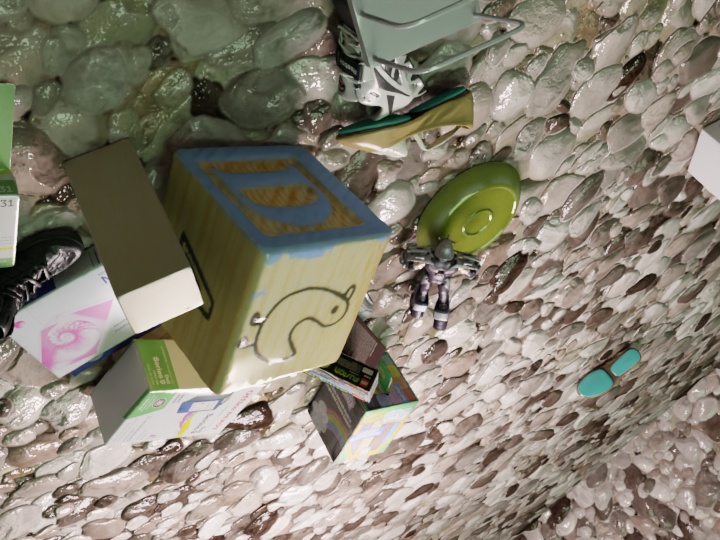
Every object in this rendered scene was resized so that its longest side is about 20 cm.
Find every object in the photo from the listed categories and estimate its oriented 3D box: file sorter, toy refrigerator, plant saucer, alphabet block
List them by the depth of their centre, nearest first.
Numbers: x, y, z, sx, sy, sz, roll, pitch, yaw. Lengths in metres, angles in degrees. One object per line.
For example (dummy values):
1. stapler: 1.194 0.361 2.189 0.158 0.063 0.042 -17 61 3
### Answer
1. file sorter: 0.060 -0.302 0.722 0.138 0.125 0.202 -26 120 -12
2. toy refrigerator: -0.234 -0.038 0.794 0.075 0.201 0.070 -24 146 -14
3. alphabet block: -0.116 -0.009 0.901 0.194 0.196 0.201 -10 134 -41
4. plant saucer: 0.181 -0.085 1.240 0.198 0.031 0.201 -22 144 -17

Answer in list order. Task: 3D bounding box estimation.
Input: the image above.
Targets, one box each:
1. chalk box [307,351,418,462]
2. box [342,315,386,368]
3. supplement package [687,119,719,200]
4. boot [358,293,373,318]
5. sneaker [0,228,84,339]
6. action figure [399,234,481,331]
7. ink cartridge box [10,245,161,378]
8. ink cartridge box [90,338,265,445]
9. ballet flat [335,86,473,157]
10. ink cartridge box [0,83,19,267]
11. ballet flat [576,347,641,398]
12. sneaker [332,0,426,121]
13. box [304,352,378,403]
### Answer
1. chalk box: 0.011 0.231 1.400 0.123 0.125 0.201 -2 136 -38
2. box: -0.045 0.096 1.193 0.075 0.099 0.200 -61 148 -13
3. supplement package: 0.746 -0.230 1.455 0.198 0.122 0.120 -27 146 -11
4. boot: 0.000 0.000 1.154 0.095 0.074 0.200 -39 150 2
5. sneaker: -0.388 0.032 0.836 0.198 0.105 0.060 -22 144 -18
6. action figure: 0.121 0.009 1.240 0.129 0.070 0.201 16 142 6
7. ink cartridge box: -0.322 0.055 0.978 0.195 0.043 0.201 -31 145 -6
8. ink cartridge box: -0.260 0.171 1.114 0.199 0.088 0.145 4 139 -48
9. ballet flat: 0.065 -0.177 0.985 0.198 0.069 0.064 -22 111 -18
10. ink cartridge box: -0.404 -0.082 0.737 0.144 0.048 0.201 -7 140 -34
11. ballet flat: 0.663 0.277 2.074 0.199 0.068 0.072 -39 165 0
12. sneaker: 0.005 -0.234 0.868 0.088 0.074 0.200 -39 145 4
13. box: -0.069 0.130 1.136 0.110 0.198 0.035 87 28 -71
